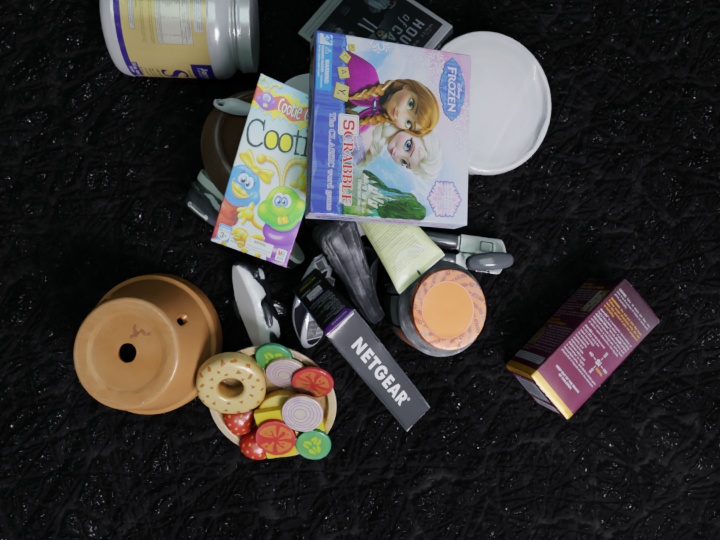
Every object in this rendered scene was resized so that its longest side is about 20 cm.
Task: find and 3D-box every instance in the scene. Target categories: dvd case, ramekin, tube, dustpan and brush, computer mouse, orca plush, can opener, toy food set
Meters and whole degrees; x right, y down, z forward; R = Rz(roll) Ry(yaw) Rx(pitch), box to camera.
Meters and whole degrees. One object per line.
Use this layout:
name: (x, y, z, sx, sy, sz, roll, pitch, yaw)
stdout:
dvd case: (0.020, -0.356, 0.810, 0.199, 0.025, 0.151, 41, 86, 20)
ramekin: (0.180, -0.242, 0.820, 0.194, 0.094, 0.211, 0, 88, -4)
tube: (0.021, -0.075, 0.689, 0.051, 0.058, 0.203, -27, 74, -28)
dustpan and brush: (-0.108, -0.228, 0.770, 0.194, 0.057, 0.145, 8, 69, -26)
computer mouse: (-0.068, 0.012, 0.799, 0.043, 0.109, 0.207, 16, 95, 21)
orca plush: (-0.127, 0.077, 0.799, 0.070, 0.104, 0.205, -24, 88, -36)
can opener: (0.136, -0.033, 0.824, 0.192, 0.067, 0.055, 7, 87, -5)
toy food set: (-0.126, 0.192, 0.768, 0.191, 0.049, 0.206, -9, 114, 6)

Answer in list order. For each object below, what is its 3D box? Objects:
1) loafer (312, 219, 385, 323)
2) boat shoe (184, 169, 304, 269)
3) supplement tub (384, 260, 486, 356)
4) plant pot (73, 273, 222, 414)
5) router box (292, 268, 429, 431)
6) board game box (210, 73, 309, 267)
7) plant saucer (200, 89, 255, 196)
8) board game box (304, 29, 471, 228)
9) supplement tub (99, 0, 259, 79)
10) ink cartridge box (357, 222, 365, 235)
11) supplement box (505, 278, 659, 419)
loafer: (0.000, 0.000, 0.768, 0.069, 0.068, 0.203, -33, 132, -6)
boat shoe: (-0.171, -0.063, 0.800, 0.199, 0.076, 0.061, 41, 105, 0)
supplement tub: (0.101, 0.051, 0.752, 0.118, 0.200, 0.128, 0, 89, -5)
plant pot: (-0.302, 0.107, 0.748, 0.192, 0.140, 0.208, 0, 89, -4)
router box: (0.000, 0.104, 0.731, 0.051, 0.149, 0.202, -40, 119, -6)
board game box: (-0.110, -0.126, 0.692, 0.102, 0.103, 0.206, 17, 99, -11)
plant saucer: (-0.133, -0.181, 0.787, 0.193, 0.034, 0.208, 7, 70, -20)
board game box: (0.034, -0.159, 0.633, 0.192, 0.041, 0.208, 2, 88, -15)
supplement tub: (-0.246, -0.351, 0.762, 0.192, 0.145, 0.151, 1, 88, -4)
ink cartridge box: (0.049, -0.140, 0.756, 0.114, 0.067, 0.207, -20, 125, -40)
supplement box: (0.330, 0.112, 0.815, 0.200, 0.110, 0.086, -44, 93, -4)
